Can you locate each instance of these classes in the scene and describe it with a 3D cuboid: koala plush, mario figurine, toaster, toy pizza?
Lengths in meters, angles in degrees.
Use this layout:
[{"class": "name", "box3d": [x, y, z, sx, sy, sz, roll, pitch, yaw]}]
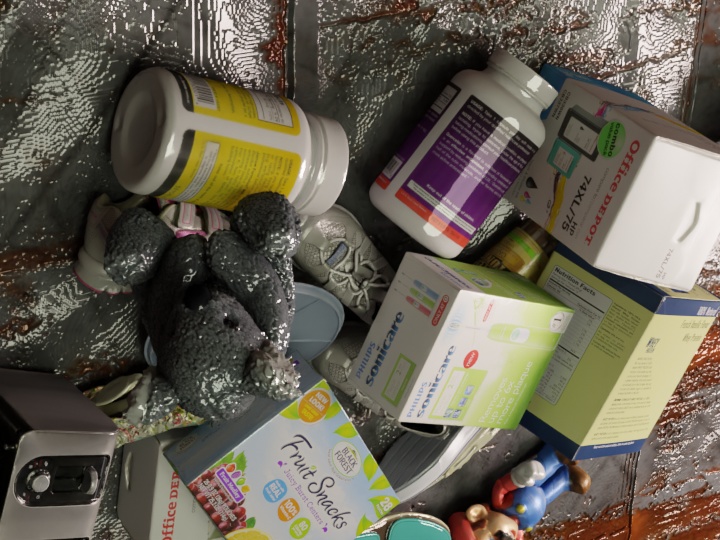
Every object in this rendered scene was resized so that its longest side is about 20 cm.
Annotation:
[{"class": "koala plush", "box3d": [-0.125, 0.060, 1.480, 0.176, 0.200, 0.185, -9, 121, -1]}, {"class": "mario figurine", "box3d": [0.190, 0.291, 1.982, 0.200, 0.106, 0.124, -39, 96, -16]}, {"class": "toaster", "box3d": [-0.322, 0.196, 1.572, 0.118, 0.200, 0.182, 7, 104, -37]}, {"class": "toy pizza", "box3d": [-0.115, 0.056, 1.668, 0.199, 0.032, 0.200, -11, 151, -6]}]

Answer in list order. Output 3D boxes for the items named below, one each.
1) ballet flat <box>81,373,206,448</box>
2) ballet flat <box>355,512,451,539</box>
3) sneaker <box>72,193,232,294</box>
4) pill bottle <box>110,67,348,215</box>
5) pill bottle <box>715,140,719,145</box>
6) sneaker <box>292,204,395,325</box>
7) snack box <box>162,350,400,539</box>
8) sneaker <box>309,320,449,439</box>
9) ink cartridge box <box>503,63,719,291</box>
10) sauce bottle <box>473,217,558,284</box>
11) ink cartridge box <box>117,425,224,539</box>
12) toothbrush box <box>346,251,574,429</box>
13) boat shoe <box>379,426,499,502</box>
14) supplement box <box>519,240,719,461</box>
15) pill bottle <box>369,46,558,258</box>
[{"class": "ballet flat", "box3d": [-0.189, 0.118, 1.640, 0.199, 0.076, 0.064, -23, 133, 6]}, {"class": "ballet flat", "box3d": [0.013, 0.296, 1.907, 0.199, 0.069, 0.070, 5, 114, -40]}, {"class": "sneaker", "box3d": [-0.168, -0.037, 1.592, 0.199, 0.081, 0.089, -9, 122, -28]}, {"class": "pill bottle", "box3d": [-0.117, -0.111, 1.559, 0.199, 0.114, 0.115, 10, 111, -35]}, {"class": "pill bottle", "box3d": [0.482, -0.163, 1.902, 0.200, 0.111, 0.111, -41, 130, -6]}, {"class": "sneaker", "box3d": [0.000, 0.000, 1.701, 0.075, 0.082, 0.200, -50, 134, 1]}, {"class": "snack box", "box3d": [-0.074, 0.206, 1.688, 0.168, 0.068, 0.200, -37, 130, -10]}, {"class": "sneaker", "box3d": [0.028, 0.117, 1.800, 0.200, 0.082, 0.075, 31, 98, -39]}, {"class": "ink cartridge box", "box3d": [0.263, -0.096, 1.747, 0.146, 0.200, 0.147, 13, 109, -36]}, {"class": "sauce bottle", "box3d": [0.129, 0.028, 1.823, 0.200, 0.065, 0.065, -42, 130, -7]}, {"class": "ink cartridge box", "box3d": [-0.138, 0.204, 1.746, 0.199, 0.085, 0.145, -6, 119, -28]}, {"class": "toothbrush box", "box3d": [0.103, 0.074, 1.712, 0.199, 0.086, 0.146, 12, 108, -48]}, {"class": "boat shoe", "box3d": [0.100, 0.195, 1.897, 0.200, 0.072, 0.062, -42, 128, -8]}, {"class": "supplement box", "box3d": [0.263, 0.082, 1.851, 0.200, 0.134, 0.200, 4, 117, -60]}, {"class": "pill bottle", "box3d": [0.106, -0.119, 1.694, 0.112, 0.112, 0.200, 34, 96, -40]}]
